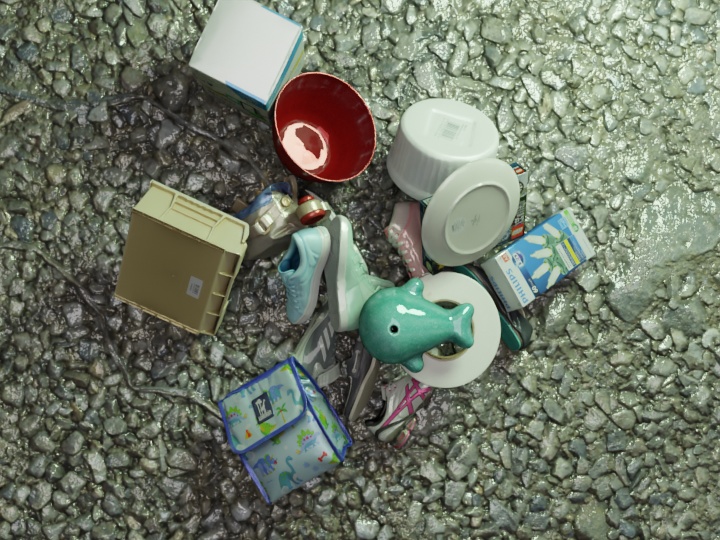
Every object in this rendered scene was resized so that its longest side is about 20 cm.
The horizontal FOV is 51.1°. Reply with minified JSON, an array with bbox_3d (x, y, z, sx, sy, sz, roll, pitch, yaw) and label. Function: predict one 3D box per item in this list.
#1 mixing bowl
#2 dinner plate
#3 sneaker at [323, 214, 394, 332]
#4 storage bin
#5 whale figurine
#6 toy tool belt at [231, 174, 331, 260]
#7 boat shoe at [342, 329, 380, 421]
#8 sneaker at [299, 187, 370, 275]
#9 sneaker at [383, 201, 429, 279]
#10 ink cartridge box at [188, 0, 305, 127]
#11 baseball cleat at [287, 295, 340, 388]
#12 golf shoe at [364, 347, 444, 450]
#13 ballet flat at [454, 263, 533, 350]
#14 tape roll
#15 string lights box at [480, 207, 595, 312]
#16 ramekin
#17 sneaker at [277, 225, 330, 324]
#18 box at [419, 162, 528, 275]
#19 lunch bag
[{"bbox_3d":[-0.082,-0.237,1.352,0.197,0.108,0.204,9,72,-27],"label":"mixing bowl"},{"bbox_3d":[0.189,-0.090,1.253,0.197,0.024,0.203,-16,128,-21],"label":"dinner plate"},{"bbox_3d":[0.000,0.000,1.337,0.116,0.073,0.205,-7,99,-26],"label":"sneaker"},{"bbox_3d":[-0.308,-0.014,1.307,0.196,0.094,0.202,24,123,-3],"label":"storage bin"},{"bbox_3d":[0.094,0.094,1.264,0.196,0.104,0.163,2,92,6],"label":"whale figurine"},{"bbox_3d":[-0.154,-0.110,1.336,0.199,0.124,0.125,-31,79,39],"label":"toy tool belt"},{"bbox_3d":[0.001,0.175,1.392,0.062,0.073,0.203,17,85,17],"label":"boat shoe"},{"bbox_3d":[-0.060,-0.061,1.385,0.079,0.074,0.202,-31,91,1],"label":"sneaker"},{"bbox_3d":[0.090,-0.032,1.390,0.103,0.075,0.204,5,81,-7],"label":"sneaker"},{"bbox_3d":[-0.191,-0.364,1.318,0.145,0.200,0.148,26,89,-2],"label":"ink cartridge box"},{"bbox_3d":[-0.063,0.134,1.391,0.106,0.070,0.201,34,91,-16],"label":"baseball cleat"},{"bbox_3d":[0.084,0.223,1.385,0.091,0.073,0.202,29,87,-3],"label":"golf shoe"},{"bbox_3d":[0.254,0.055,1.408,0.073,0.073,0.201,-36,85,-3],"label":"ballet flat"},{"bbox_3d":[0.147,0.102,1.329,0.199,0.037,0.207,0,92,6],"label":"tape roll"},{"bbox_3d":[0.326,-0.020,1.383,0.198,0.059,0.104,-32,91,-24],"label":"string lights box"},{"bbox_3d":[0.149,-0.215,1.334,0.196,0.099,0.203,5,46,-5],"label":"ramekin"},{"bbox_3d":[-0.117,0.010,1.340,0.081,0.074,0.203,-4,123,-32],"label":"sneaker"},{"bbox_3d":[0.196,-0.089,1.300,0.197,0.038,0.138,-23,131,-17],"label":"box"},{"bbox_3d":[-0.136,0.276,1.331,0.168,0.127,0.202,-31,90,10],"label":"lunch bag"}]
